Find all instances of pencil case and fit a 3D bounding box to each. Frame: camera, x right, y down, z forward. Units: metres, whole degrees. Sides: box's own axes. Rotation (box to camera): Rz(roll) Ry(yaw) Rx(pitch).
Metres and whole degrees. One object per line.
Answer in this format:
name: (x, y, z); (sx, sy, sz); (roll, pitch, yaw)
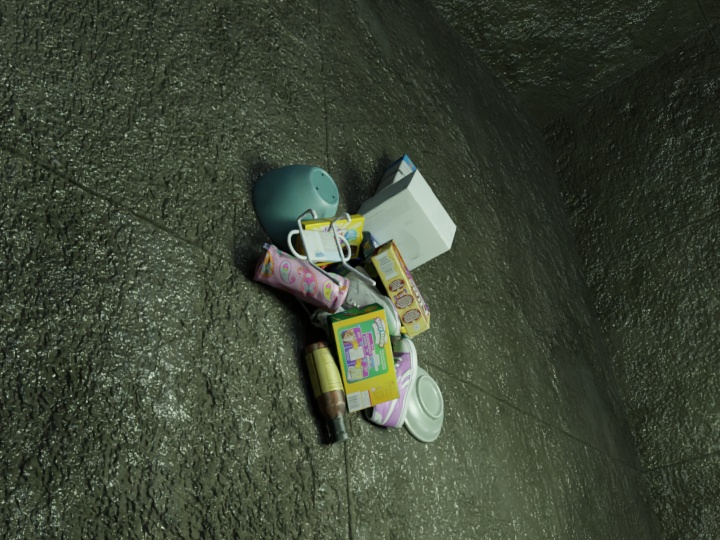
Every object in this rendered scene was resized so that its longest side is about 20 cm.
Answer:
pencil case: (-0.122, 0.016, 1.375); (0.196, 0.088, 0.088); (25, 41, -8)

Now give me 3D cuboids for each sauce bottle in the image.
sauce bottle: (-0.066, 0.249, 1.365); (0.065, 0.065, 0.205); (10, 61, -53)

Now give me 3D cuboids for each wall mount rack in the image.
wall mount rack: (-0.055, -0.037, 1.381); (0.198, 0.074, 0.177); (0, 66, -52)

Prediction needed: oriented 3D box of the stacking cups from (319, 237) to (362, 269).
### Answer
stacking cups: (-0.064, -0.049, 1.609); (0.061, 0.060, 0.200); (57, 36, -7)

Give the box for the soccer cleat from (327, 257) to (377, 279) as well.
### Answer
soccer cleat: (0.000, 0.001, 1.630); (0.199, 0.083, 0.066); (-6, 70, -58)

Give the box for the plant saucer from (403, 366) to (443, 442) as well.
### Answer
plant saucer: (0.157, 0.319, 1.656); (0.199, 0.050, 0.204); (35, 41, -37)

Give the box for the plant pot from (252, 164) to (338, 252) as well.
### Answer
plant pot: (-0.127, -0.159, 1.513); (0.199, 0.133, 0.204); (35, 40, -36)

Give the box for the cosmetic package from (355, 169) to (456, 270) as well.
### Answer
cosmetic package: (0.117, -0.123, 1.787); (0.201, 0.197, 0.124); (52, 32, -17)

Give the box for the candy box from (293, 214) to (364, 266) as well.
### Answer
candy box: (-0.069, -0.066, 1.494); (0.198, 0.026, 0.105); (-13, 119, -49)

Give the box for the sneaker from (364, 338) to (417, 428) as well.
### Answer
sneaker: (0.062, 0.244, 1.502); (0.113, 0.072, 0.205); (21, 71, -32)

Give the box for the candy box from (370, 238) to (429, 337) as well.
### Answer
candy box: (0.093, 0.038, 1.520); (0.203, 0.056, 0.117); (62, 11, -7)

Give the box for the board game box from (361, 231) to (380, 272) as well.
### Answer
board game box: (0.060, -0.018, 1.680); (0.136, 0.034, 0.200); (48, 8, -13)

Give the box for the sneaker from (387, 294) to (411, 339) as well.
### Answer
sneaker: (0.093, 0.103, 1.714); (0.069, 0.094, 0.201); (20, 23, -35)

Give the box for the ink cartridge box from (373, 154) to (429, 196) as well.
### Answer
ink cartridge box: (0.129, -0.231, 1.998); (0.145, 0.083, 0.201); (51, 32, -18)

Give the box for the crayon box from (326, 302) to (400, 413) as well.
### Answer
crayon box: (0.006, 0.183, 1.404); (0.058, 0.116, 0.205); (-150, -132, -72)

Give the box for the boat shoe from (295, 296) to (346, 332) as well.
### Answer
boat shoe: (-0.083, 0.093, 1.446); (0.201, 0.074, 0.065); (48, 43, 10)

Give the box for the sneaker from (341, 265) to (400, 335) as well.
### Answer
sneaker: (0.015, 0.083, 1.488); (0.200, 0.098, 0.076); (49, -20, 36)

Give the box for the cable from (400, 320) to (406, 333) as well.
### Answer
cable: (0.064, 0.113, 1.543); (0.099, 0.050, 0.199); (66, 23, 5)

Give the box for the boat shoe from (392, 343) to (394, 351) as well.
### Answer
boat shoe: (0.047, 0.177, 1.588); (0.071, 0.060, 0.206); (16, 54, -51)
